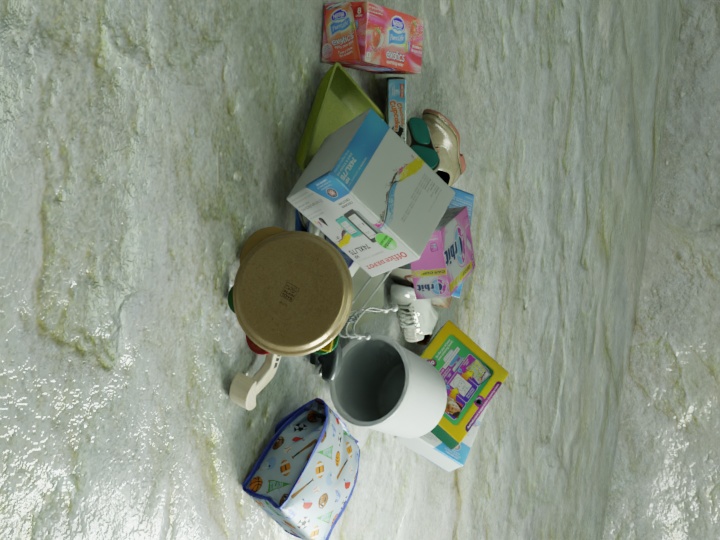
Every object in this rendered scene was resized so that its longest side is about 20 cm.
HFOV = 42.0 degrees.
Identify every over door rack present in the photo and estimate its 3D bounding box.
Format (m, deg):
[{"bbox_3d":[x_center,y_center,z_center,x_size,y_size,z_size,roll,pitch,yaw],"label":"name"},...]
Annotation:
[{"bbox_3d":[0.034,0.032,1.664,0.066,0.148,0.203,27,80,-10],"label":"over door rack"}]

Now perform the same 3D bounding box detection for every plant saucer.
[{"bbox_3d":[-0.041,-0.224,1.636,0.200,0.047,0.203,38,65,-54],"label":"plant saucer"}]

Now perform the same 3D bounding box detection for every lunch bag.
[{"bbox_3d":[-0.088,0.343,1.620,0.202,0.122,0.171,-57,140,-22],"label":"lunch bag"}]

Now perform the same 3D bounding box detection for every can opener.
[{"bbox_3d":[-0.055,0.093,1.674,0.052,0.065,0.204,-4,95,-56],"label":"can opener"}]

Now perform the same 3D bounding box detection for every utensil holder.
[{"bbox_3d":[0.059,0.227,1.785,0.199,0.167,0.173,32,70,-56],"label":"utensil holder"}]

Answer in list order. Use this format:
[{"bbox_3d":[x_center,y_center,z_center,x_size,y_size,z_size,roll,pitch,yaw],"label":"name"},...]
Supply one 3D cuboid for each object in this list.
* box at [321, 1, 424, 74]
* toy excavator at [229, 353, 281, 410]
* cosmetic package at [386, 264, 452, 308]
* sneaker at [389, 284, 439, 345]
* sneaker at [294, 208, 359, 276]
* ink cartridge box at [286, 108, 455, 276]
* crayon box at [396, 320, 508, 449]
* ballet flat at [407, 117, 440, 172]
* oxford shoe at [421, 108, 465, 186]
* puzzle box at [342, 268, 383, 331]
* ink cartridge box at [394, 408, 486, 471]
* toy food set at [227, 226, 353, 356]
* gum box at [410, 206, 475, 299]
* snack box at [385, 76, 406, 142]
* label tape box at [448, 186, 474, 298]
[{"bbox_3d":[0.025,-0.408,1.656,0.199,0.093,0.105,-6,101,-57],"label":"box"},{"bbox_3d":[-0.128,0.114,1.537,0.194,0.099,0.204,-20,129,-62],"label":"toy excavator"},{"bbox_3d":[0.122,-0.011,1.907,0.200,0.086,0.105,40,64,-53],"label":"cosmetic package"},{"bbox_3d":[0.110,0.097,1.923,0.200,0.072,0.086,46,57,-53],"label":"sneaker"},{"bbox_3d":[-0.038,-0.090,1.581,0.146,0.080,0.202,44,66,-31],"label":"sneaker"},{"bbox_3d":[0.018,-0.119,1.499,0.199,0.146,0.147,41,60,-18],"label":"ink cartridge box"},{"bbox_3d":[0.186,0.237,1.955,0.200,0.172,0.058,-48,175,-28],"label":"crayon box"},{"bbox_3d":[0.112,-0.220,1.804,0.202,0.068,0.070,-94,168,-52],"label":"ballet flat"},{"bbox_3d":[0.167,-0.247,1.945,0.075,0.070,0.201,-58,140,-24],"label":"oxford shoe"},{"bbox_3d":[0.000,0.000,1.772,0.132,0.025,0.204,-20,114,-54],"label":"puzzle box"},{"bbox_3d":[0.182,0.302,2.008,0.202,0.143,0.085,-62,-174,-27],"label":"ink cartridge box"},{"bbox_3d":[-0.108,0.038,1.459,0.049,0.196,0.202,66,37,-79],"label":"toy food set"},{"bbox_3d":[0.147,-0.036,1.659,0.200,0.065,0.116,-39,121,-64],"label":"gum box"},{"bbox_3d":[0.067,-0.258,1.759,0.116,0.036,0.204,-94,-177,-76],"label":"snack box"},{"bbox_3d":[0.141,-0.060,1.787,0.142,0.065,0.204,13,84,-44],"label":"label tape box"}]
